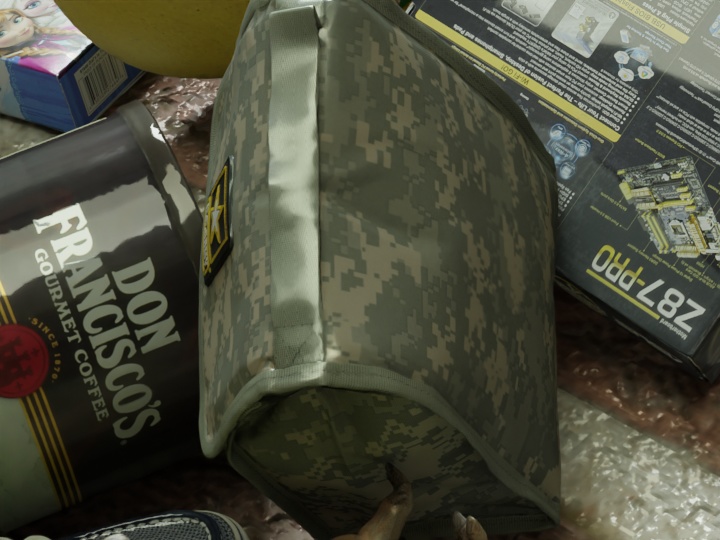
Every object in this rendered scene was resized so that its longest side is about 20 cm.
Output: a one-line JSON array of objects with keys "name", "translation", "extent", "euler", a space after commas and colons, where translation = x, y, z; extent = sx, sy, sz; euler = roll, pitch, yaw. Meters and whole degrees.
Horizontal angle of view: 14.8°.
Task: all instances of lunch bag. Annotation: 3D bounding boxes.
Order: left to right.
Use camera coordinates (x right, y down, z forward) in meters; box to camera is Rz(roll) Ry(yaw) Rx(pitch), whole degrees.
[{"name": "lunch bag", "translation": [0.000, 0.000, 1.045], "extent": [0.117, 0.200, 0.165], "euler": [-7, 66, 18]}]

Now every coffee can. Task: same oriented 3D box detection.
[{"name": "coffee can", "translation": [-0.156, 0.035, 1.134], "extent": [0.199, 0.147, 0.147], "euler": [-22, 40, -8]}]

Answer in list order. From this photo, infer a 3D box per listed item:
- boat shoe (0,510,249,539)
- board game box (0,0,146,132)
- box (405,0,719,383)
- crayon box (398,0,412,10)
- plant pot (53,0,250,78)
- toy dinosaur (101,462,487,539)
[{"name": "boat shoe", "translation": [-0.135, 0.128, 1.060], "extent": [0.199, 0.093, 0.075], "euler": [-29, 42, -17]}, {"name": "board game box", "translation": [-0.167, -0.165, 1.447], "extent": [0.198, 0.044, 0.200], "euler": [15, 48, 32]}, {"name": "box", "translation": [0.111, -0.073, 1.170], "extent": [0.200, 0.049, 0.162], "euler": [34, 85, 25]}, {"name": "crayon box", "translation": [0.114, -0.099, 1.276], "extent": [0.199, 0.058, 0.173], "euler": [4, 43, 20]}, {"name": "plant pot", "translation": [-0.039, -0.179, 1.279], "extent": [0.200, 0.201, 0.142], "euler": [-33, 26, -22]}, {"name": "toy dinosaur", "translation": [-0.009, 0.148, 0.988], "extent": [0.135, 0.086, 0.200], "euler": [-42, 40, -15]}]
